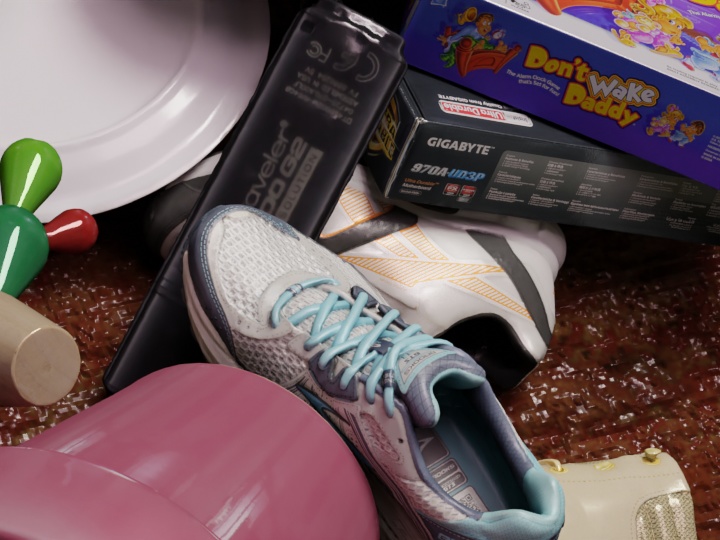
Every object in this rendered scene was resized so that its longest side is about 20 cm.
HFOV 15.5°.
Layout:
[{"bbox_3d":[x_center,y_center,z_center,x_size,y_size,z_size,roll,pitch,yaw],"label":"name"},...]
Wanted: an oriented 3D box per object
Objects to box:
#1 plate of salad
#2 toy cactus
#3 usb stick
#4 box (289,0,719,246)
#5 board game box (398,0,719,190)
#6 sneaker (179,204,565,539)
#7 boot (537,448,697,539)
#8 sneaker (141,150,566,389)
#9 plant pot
[{"bbox_3d":[-0.139,-0.099,1.202,0.199,0.048,0.201,-2,57,3],"label":"plate of salad"},{"bbox_3d":[-0.167,0.034,1.055,0.200,0.165,0.103,-42,121,-26],"label":"toy cactus"},{"bbox_3d":[-0.045,-0.020,1.137,0.055,0.033,0.201,28,91,1],"label":"usb stick"},{"bbox_3d":[0.080,-0.087,1.241,0.199,0.046,0.159,8,37,-27],"label":"box"},{"bbox_3d":[0.119,-0.109,1.214,0.199,0.045,0.135,21,33,-8],"label":"board game box"},{"bbox_3d":[0.012,0.041,1.057,0.200,0.086,0.078,46,62,5],"label":"sneaker"},{"bbox_3d":[0.056,0.088,1.139,0.155,0.073,0.201,-11,67,-22],"label":"boot"},{"bbox_3d":[0.000,0.000,1.183,0.199,0.074,0.080,10,57,-13],"label":"sneaker"},{"bbox_3d":[-0.084,0.133,1.002,0.200,0.200,0.179,36,37,6],"label":"plant pot"}]
